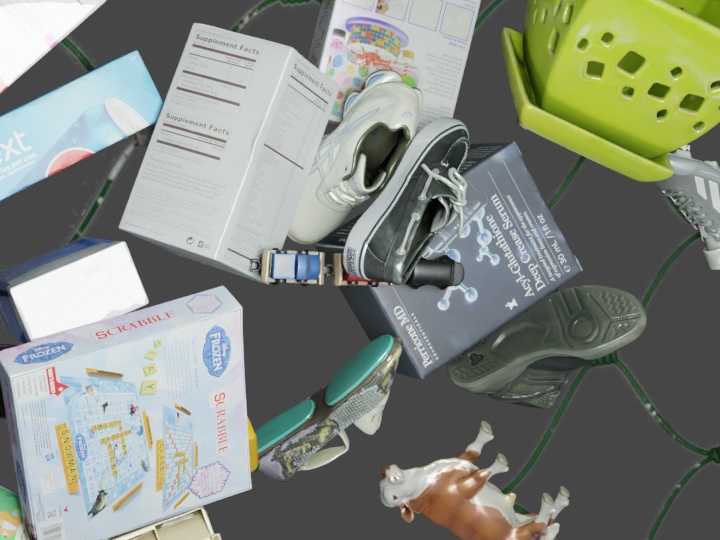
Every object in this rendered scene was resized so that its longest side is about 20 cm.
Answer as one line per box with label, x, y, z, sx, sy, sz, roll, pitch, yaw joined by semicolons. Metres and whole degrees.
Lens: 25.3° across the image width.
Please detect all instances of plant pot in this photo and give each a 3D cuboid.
plant pot;0.249;-0.211;1.546;0.200;0.199;0.182;23;120;-18

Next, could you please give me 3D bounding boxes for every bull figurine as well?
bull figurine;0.113;0.226;1.593;0.200;0.065;0.121;38;113;-24

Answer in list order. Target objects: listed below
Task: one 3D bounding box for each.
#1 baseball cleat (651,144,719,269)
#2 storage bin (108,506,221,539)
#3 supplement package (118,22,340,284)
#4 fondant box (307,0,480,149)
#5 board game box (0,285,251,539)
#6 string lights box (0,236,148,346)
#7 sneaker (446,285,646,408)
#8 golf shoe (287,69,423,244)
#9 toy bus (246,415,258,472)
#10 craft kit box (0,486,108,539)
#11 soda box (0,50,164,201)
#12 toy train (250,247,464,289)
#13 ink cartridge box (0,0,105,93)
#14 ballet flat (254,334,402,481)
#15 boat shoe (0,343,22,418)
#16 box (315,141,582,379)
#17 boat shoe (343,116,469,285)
baseball cleat;0.363;-0.060;1.673;0.200;0.070;0.107;19;86;-18
storage bin;-0.211;0.335;1.479;0.200;0.094;0.199;-18;98;-17
supplement package;-0.117;-0.105;1.461;0.109;0.114;0.200;17;84;25
fondant box;0.031;-0.227;1.556;0.144;0.058;0.200;14;87;-19
board game box;-0.192;0.129;1.344;0.199;0.041;0.200;-16;127;-23
string lights box;-0.259;0.016;1.390;0.103;0.200;0.059;-24;100;-17
sneaker;0.195;0.077;1.582;0.199;0.114;0.076;-25;63;20
golf shoe;-0.015;-0.091;1.491;0.078;0.097;0.200;24;120;-20
toy bus;-0.197;0.175;1.470;0.200;0.078;0.065;-19;143;-14
craft kit box;-0.299;0.303;1.374;0.197;0.049;0.200;28;69;-6
soda box;-0.279;-0.124;1.449;0.200;0.064;0.068;-29;101;-15
toy train;0.000;0.000;1.450;0.200;0.046;0.034;2;93;-17
ink cartridge box;-0.310;-0.246;1.431;0.200;0.067;0.117;-43;105;-11
ballet flat;-0.021;0.136;1.520;0.200;0.072;0.072;-38;106;20
boat shoe;-0.273;0.099;1.458;0.201;0.066;0.072;10;130;-34
box;0.085;-0.013;1.559;0.200;0.107;0.149;-33;103;-14
boat shoe;0.060;-0.062;1.431;0.199;0.068;0.074;-50;146;-40
